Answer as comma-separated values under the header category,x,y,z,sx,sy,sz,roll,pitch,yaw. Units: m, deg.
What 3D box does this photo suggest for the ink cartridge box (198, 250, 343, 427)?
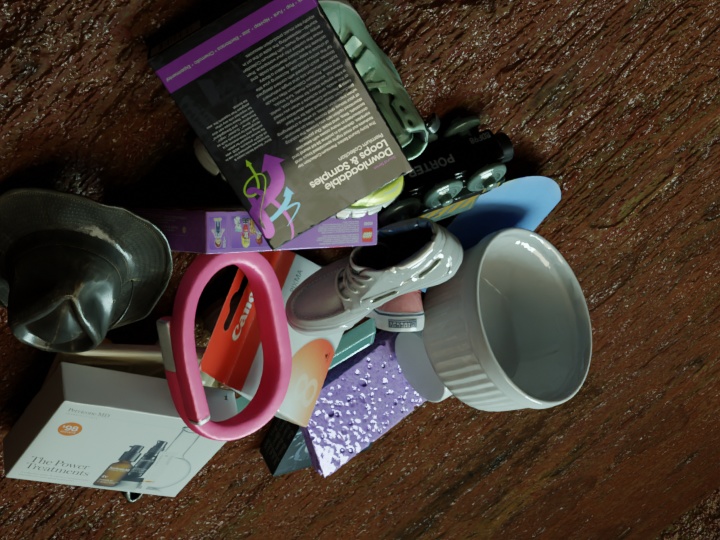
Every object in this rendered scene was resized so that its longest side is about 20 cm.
category,x,y,z,sx,sy,sz,roll,pitch,yaw
ink cartridge box,-0.081,0.062,1.447,0.164,0.050,0.200,-68,156,-11

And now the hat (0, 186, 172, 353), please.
category,x,y,z,sx,sy,sz,roll,pitch,yaw
hat,-0.260,0.020,1.190,0.198,0.082,0.202,2,141,2

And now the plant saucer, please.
category,x,y,z,sx,sy,sz,roll,pitch,yaw
plant saucer,-0.066,0.117,1.578,0.199,0.019,0.070,-31,168,-10

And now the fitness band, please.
category,x,y,z,sx,sy,sz,roll,pitch,yaw
fitness band,-0.129,0.072,1.352,0.143,0.037,0.202,-29,120,-40

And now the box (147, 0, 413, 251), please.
category,x,y,z,sx,sy,sz,roll,pitch,yaw
box,-0.064,-0.131,1.135,0.142,0.036,0.201,-28,116,7

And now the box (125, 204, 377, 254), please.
category,x,y,z,sx,sy,sz,roll,pitch,yaw
box,-0.101,-0.041,1.275,0.198,0.040,0.136,-4,-173,-42

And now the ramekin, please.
category,x,y,z,sx,sy,sz,roll,pitch,yaw
ramekin,0.157,0.062,1.530,0.199,0.203,0.104,1,164,-45

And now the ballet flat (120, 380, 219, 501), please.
category,x,y,z,sx,sy,sz,roll,pitch,yaw
ballet flat,-0.220,0.191,1.590,0.066,0.057,0.200,5,135,-49

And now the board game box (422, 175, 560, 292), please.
category,x,y,z,sx,sy,sz,roll,pitch,yaw
board game box,0.134,-0.052,1.574,0.157,0.039,0.200,-1,139,-45

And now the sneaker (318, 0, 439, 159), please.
category,x,y,z,sx,sy,sz,roll,pitch,yaw
sneaker,-0.002,-0.161,1.184,0.074,0.119,0.200,-38,150,16

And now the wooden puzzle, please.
category,x,y,z,sx,sy,sz,roll,pitch,yaw
wooden puzzle,-0.253,0.125,1.447,0.183,0.047,0.200,4,141,-31

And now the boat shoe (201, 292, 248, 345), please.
category,x,y,z,sx,sy,sz,roll,pitch,yaw
boat shoe,-0.106,0.085,1.529,0.073,0.063,0.201,-35,152,6

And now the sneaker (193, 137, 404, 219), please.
category,x,y,z,sx,sy,sz,roll,pitch,yaw
sneaker,-0.043,-0.110,1.226,0.198,0.079,0.091,12,124,-24

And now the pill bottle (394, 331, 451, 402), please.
category,x,y,z,sx,sy,sz,roll,pitch,yaw
pill bottle,0.145,0.072,1.670,0.199,0.114,0.115,-29,154,-29

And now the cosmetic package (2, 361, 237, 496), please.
category,x,y,z,sx,sy,sz,roll,pitch,yaw
cosmetic package,-0.247,0.168,1.415,0.198,0.052,0.151,13,135,-33

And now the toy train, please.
category,x,y,z,sx,sy,sz,roll,pitch,yaw
toy train,0.063,-0.087,1.415,0.198,0.086,0.114,-22,163,-21

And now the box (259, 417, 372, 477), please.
category,x,y,z,sx,sy,sz,roll,pitch,yaw
box,-0.027,0.177,1.773,0.159,0.044,0.201,-10,144,-35

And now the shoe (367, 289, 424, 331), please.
category,x,y,z,sx,sy,sz,roll,pitch,yaw
shoe,0.036,0.008,1.514,0.070,0.092,0.200,1,-174,-7

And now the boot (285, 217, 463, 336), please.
category,x,y,z,sx,sy,sz,roll,pitch,yaw
boot,0.000,0.000,1.370,0.198,0.074,0.096,-25,156,12

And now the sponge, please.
category,x,y,z,sx,sy,sz,roll,pitch,yaw
sponge,0.009,0.150,1.677,0.199,0.030,0.113,-35,122,-25
